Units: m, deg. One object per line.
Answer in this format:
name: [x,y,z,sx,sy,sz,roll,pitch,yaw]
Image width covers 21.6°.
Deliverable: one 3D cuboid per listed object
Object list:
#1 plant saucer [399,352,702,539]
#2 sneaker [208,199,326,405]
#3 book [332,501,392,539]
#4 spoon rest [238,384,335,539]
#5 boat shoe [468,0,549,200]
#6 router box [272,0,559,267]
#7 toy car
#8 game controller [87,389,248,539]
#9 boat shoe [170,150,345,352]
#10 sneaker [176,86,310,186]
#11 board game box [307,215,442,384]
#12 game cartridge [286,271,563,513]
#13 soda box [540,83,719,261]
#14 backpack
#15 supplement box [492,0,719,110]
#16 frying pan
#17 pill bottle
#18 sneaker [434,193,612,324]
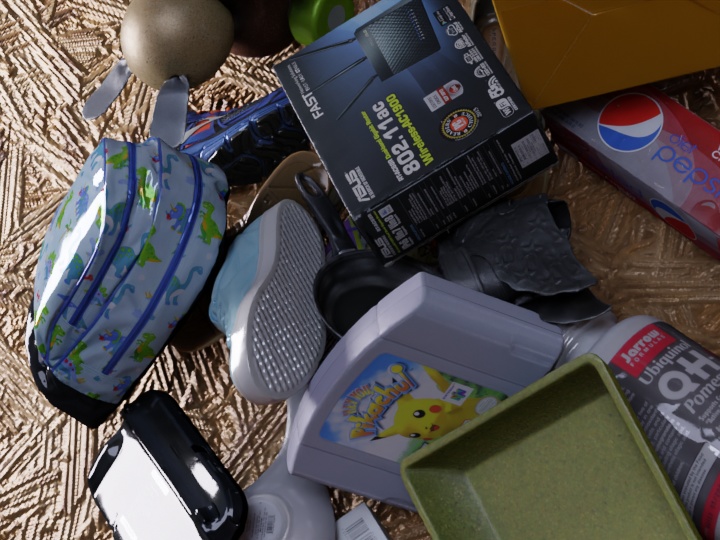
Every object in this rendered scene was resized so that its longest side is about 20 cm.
plant saucer: [0.146,0.176,1.277,0.199,0.048,0.201,-34,80,39]
sneaker: [-0.074,0.036,1.372,0.082,0.074,0.200,-36,24,29]
book: [-0.044,0.278,1.367,0.200,0.048,0.134,-35,59,1]
spoon rest: [-0.058,0.158,1.408,0.099,0.061,0.201,-2,61,21]
boat shoe: [0.104,-0.128,1.464,0.073,0.063,0.201,-9,59,5]
router box: [0.037,-0.117,1.396,0.149,0.062,0.200,-32,45,4]
toy car: [-0.134,-0.187,1.529,0.164,0.158,0.201,20,71,35]
game controller: [-0.148,0.169,1.416,0.105,0.042,0.200,-63,34,12]
boat shoe: [-0.079,-0.010,1.495,0.200,0.065,0.072,-49,65,16]
sneaker: [-0.122,-0.107,1.548,0.199,0.075,0.079,-26,58,6]
board game box: [0.021,0.011,1.434,0.120,0.032,0.200,23,59,23]
game cartridge: [0.035,0.090,1.320,0.200,0.133,0.041,-55,23,36]
soda box: [0.232,-0.079,1.406,0.070,0.063,0.200,-47,61,-6]
backpack: [-0.178,-0.008,1.438,0.200,0.154,0.164,-35,33,28]
supplement box: [0.204,-0.246,1.403,0.196,0.133,0.200,-12,34,15]
frying pan: [-0.009,0.008,1.376,0.190,0.031,0.115,35,43,20]
pill bottle: [0.210,0.100,1.310,0.200,0.111,0.111,34,82,29]
sneaker: [0.107,-0.025,1.366,0.104,0.060,0.200,-22,38,7]
